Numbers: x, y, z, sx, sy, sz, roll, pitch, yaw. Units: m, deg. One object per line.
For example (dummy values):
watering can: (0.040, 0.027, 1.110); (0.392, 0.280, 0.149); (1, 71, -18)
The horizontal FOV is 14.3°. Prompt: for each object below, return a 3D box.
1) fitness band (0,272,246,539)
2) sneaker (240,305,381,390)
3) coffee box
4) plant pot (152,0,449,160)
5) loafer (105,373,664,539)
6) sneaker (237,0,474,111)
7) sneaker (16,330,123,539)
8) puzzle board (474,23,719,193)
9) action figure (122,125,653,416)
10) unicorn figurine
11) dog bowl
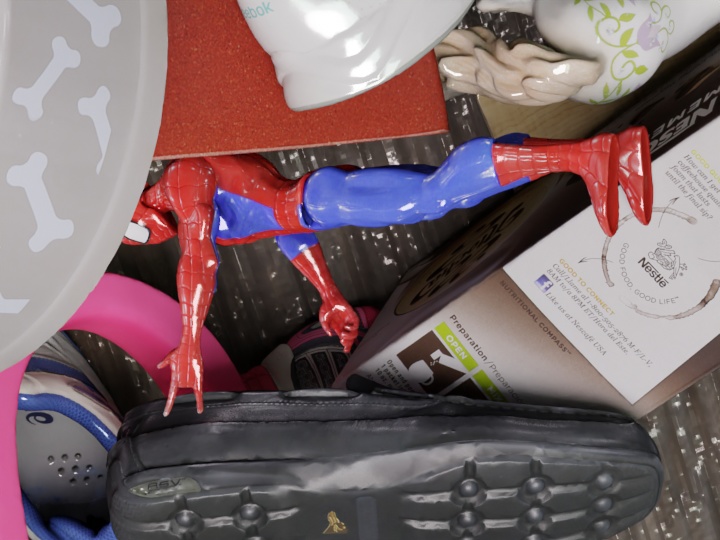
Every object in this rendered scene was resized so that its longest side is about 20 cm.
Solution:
fitness band: (-0.088, 0.099, 1.058); (0.143, 0.037, 0.202); (2, 71, -42)
sneaker: (0.028, 0.107, 1.164); (0.075, 0.081, 0.201); (-37, 113, -8)
coffee box: (0.098, 0.000, 1.077); (0.200, 0.113, 0.080); (-36, 99, 29)
plant pot: (-0.107, -0.126, 0.977); (0.199, 0.199, 0.178); (-9, 97, -52)
loafer: (0.008, 0.066, 1.032); (0.199, 0.071, 0.068); (-3, 134, -1)
sneaker: (0.033, -0.139, 0.929); (0.200, 0.070, 0.080); (-43, 109, -27)
sneaker: (-0.096, 0.105, 1.138); (0.075, 0.088, 0.200); (-43, 111, 6)
puzzle board: (0.163, -0.050, 1.163); (0.199, 0.017, 0.151); (-25, 110, 0)
action figure: (0.000, 0.000, 1.010); (0.199, 0.065, 0.100); (1, 94, 22)
unicorn figurine: (0.109, -0.110, 1.066); (0.200, 0.137, 0.074); (-49, 122, -29)
dog bowl: (-0.149, -0.064, 0.858); (0.058, 0.200, 0.201); (5, 114, -52)
